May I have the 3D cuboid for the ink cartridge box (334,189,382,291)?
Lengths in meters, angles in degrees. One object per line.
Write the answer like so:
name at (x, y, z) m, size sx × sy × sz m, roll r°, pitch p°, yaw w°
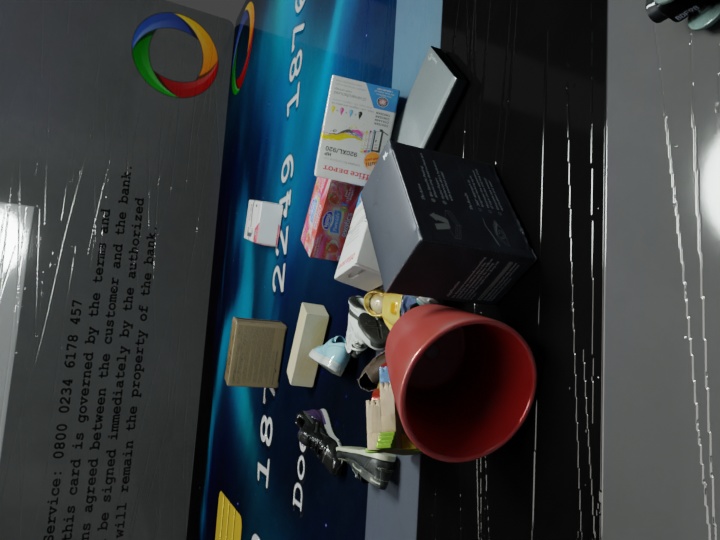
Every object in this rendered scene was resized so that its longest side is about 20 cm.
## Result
ink cartridge box at (0.029, -0.074, 1.105) m, size 0.146 × 0.083 × 0.204 m, roll 147°, pitch 141°, yaw -69°

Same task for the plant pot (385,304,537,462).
plant pot at (0.125, 0.141, 0.821) m, size 0.177 × 0.196 × 0.205 m, roll -139°, pitch 59°, yaw -73°

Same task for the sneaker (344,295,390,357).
sneaker at (0.016, 0.143, 1.190) m, size 0.201 × 0.074 × 0.118 m, roll -124°, pitch 38°, yaw -65°

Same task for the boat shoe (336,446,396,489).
boat shoe at (0.001, 0.389, 1.137) m, size 0.199 × 0.070 × 0.069 m, roll -17°, pitch 64°, yaw 61°

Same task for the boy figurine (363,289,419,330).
boy figurine at (0.070, 0.068, 1.082) m, size 0.199 × 0.063 × 0.127 m, roll -157°, pitch 66°, yaw -62°

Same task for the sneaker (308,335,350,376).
sneaker at (-0.063, 0.197, 1.353) m, size 0.083 × 0.074 × 0.199 m, roll -55°, pitch 17°, yaw -11°

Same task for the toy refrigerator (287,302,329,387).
toy refrigerator at (-0.136, 0.195, 1.492) m, size 0.076 × 0.068 × 0.204 m, roll -131°, pitch 53°, yaw -66°

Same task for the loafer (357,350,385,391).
loafer at (0.052, 0.189, 1.059) m, size 0.073 × 0.071 × 0.200 m, roll 48°, pitch 149°, yaw 7°

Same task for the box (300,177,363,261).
box at (-0.072, -0.138, 1.403) m, size 0.103 × 0.093 × 0.203 m, roll -124°, pitch 47°, yaw -56°

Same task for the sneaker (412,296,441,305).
sneaker at (0.130, -0.027, 0.991) m, size 0.091 × 0.077 × 0.203 m, roll -34°, pitch 45°, yaw 28°

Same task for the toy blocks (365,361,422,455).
toy blocks at (0.060, 0.235, 0.963) m, size 0.098 × 0.200 × 0.140 m, roll -10°, pitch 67°, yaw 21°

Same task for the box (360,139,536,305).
box at (0.122, -0.069, 0.846) m, size 0.118 × 0.196 × 0.200 m, roll -57°, pitch 35°, yaw 42°

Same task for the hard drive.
hard drive at (0.126, -0.305, 1.093) m, size 0.141 × 0.032 × 0.202 m, roll -110°, pitch 36°, yaw -45°

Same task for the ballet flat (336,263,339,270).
ballet flat at (0.000, 0.000, 1.242) m, size 0.199 × 0.069 × 0.069 m, roll -8°, pitch 76°, yaw 64°

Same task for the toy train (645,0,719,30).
toy train at (0.365, -0.319, 0.537) m, size 0.199 × 0.084 × 0.116 m, roll -18°, pitch 56°, yaw 65°

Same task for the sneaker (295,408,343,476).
sneaker at (-0.104, 0.408, 1.340) m, size 0.200 × 0.086 × 0.077 m, roll 51°, pitch 128°, yaw 57°

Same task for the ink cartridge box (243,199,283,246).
ink cartridge box at (-0.347, -0.171, 2.020) m, size 0.199 × 0.083 × 0.149 m, roll -160°, pitch 79°, yaw -66°

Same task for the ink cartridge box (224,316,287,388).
ink cartridge box at (-0.328, 0.256, 1.773) m, size 0.075 × 0.161 × 0.205 m, roll -160°, pitch 79°, yaw -66°

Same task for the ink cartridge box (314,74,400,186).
ink cartridge box at (-0.010, -0.290, 1.208) m, size 0.145 × 0.144 × 0.204 m, roll -99°, pitch 21°, yaw -76°
